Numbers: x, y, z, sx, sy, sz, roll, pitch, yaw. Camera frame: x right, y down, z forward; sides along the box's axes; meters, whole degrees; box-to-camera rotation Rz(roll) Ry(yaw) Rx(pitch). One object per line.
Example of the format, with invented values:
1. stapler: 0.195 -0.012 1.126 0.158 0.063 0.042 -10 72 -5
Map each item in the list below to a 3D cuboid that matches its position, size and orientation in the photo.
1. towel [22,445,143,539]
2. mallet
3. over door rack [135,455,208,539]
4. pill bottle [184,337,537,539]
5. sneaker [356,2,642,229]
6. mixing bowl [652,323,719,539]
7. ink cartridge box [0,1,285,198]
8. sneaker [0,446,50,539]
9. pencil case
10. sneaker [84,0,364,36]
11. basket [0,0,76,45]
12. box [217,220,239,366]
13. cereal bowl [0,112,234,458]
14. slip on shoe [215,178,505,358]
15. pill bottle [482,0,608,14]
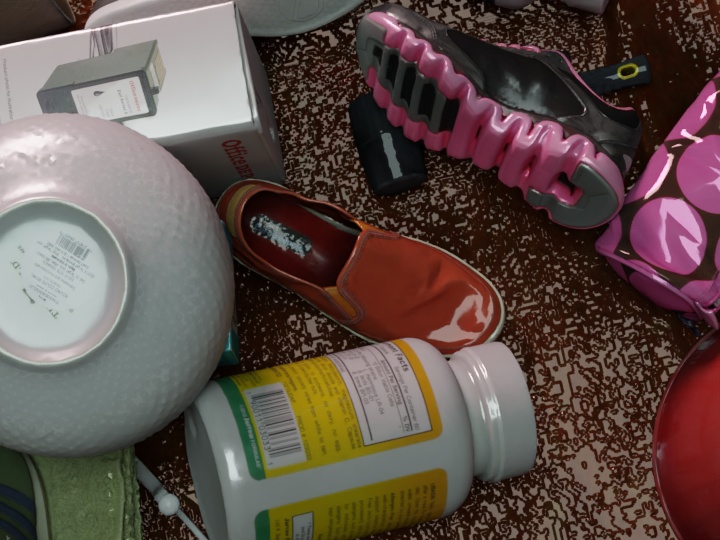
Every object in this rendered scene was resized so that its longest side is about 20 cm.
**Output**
1. towel: -0.196 0.169 1.228 0.147 0.036 0.202 -17 63 16
2. mallet: 0.093 -0.095 1.306 0.198 0.041 0.067 -9 79 -1
3. over door rack: -0.143 0.215 1.256 0.148 0.067 0.200 -45 80 -3
4. pill bottle: 0.001 0.104 1.226 0.198 0.113 0.114 -12 79 -15
5. sneaker: 0.091 -0.112 1.268 0.199 0.079 0.096 34 57 2
6. mixing bowl: 0.280 0.107 1.219 0.198 0.108 0.202 -1 81 4
7. ink cartridge box: -0.156 -0.091 1.268 0.198 0.146 0.085 -10 78 3
8. sneaker: -0.228 0.152 1.175 0.067 0.090 0.201 -29 60 11
9. pencil case: 0.238 -0.063 1.262 0.093 0.091 0.201 31 85 44
10. sneaker: -0.082 -0.200 1.297 0.198 0.071 0.100 -12 50 13
11. basket: -0.311 -0.174 1.306 0.199 0.136 0.181 -35 71 2
12. box: -0.175 0.021 1.218 0.198 0.049 0.083 -5 78 1
13. cereal bowl: -0.172 0.008 1.147 0.198 0.083 0.202 0 88 2
14. slip on shoe: 0.000 0.000 1.274 0.199 0.061 0.075 26 85 -6
15. pill bottle: 0.073 -0.233 1.291 0.198 0.111 0.112 19 82 8
